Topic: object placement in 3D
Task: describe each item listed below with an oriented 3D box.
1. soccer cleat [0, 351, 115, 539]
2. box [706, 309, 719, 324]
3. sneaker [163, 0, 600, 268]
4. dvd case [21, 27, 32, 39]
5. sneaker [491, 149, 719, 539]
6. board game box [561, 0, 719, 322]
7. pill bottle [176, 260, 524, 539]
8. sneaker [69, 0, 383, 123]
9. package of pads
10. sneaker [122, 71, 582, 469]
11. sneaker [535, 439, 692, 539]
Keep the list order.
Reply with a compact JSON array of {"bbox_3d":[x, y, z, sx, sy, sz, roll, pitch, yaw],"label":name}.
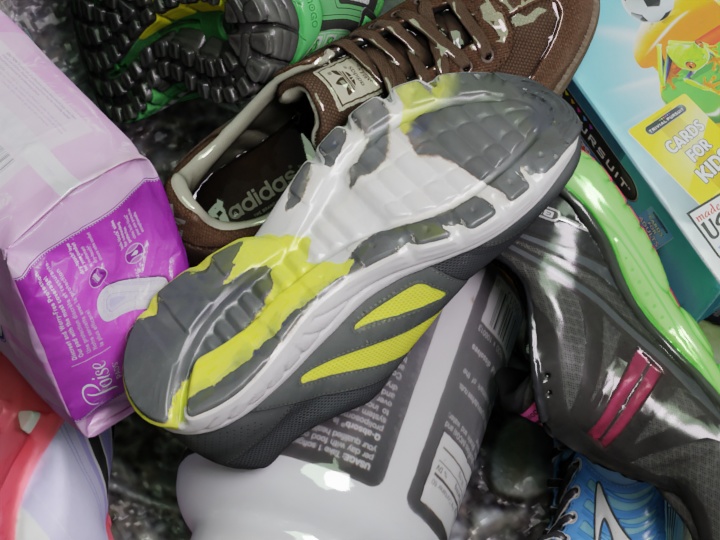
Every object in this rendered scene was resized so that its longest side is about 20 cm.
[{"bbox_3d":[-0.126,0.091,1.200,0.076,0.067,0.200,32,61,-42],"label":"soccer cleat"},{"bbox_3d":[0.138,-0.075,1.296,0.200,0.104,0.148,21,66,-2],"label":"box"},{"bbox_3d":[0.009,-0.064,1.151,0.200,0.076,0.070,-38,74,0],"label":"sneaker"},{"bbox_3d":[-0.198,-0.004,1.249,0.200,0.022,0.146,-25,75,-20],"label":"dvd case"},{"bbox_3d":[0.101,0.047,1.175,0.084,0.077,0.200,-31,86,-2],"label":"sneaker"},{"bbox_3d":[0.145,-0.100,1.225,0.151,0.047,0.200,-30,77,-21],"label":"board game box"},{"bbox_3d":[-0.009,0.066,1.204,0.116,0.116,0.200,21,66,-2],"label":"pill bottle"},{"bbox_3d":[-0.060,-0.106,1.236,0.085,0.200,0.078,-18,106,-30],"label":"sneaker"},{"bbox_3d":[-0.145,-0.039,1.154,0.076,0.121,0.200,-34,49,-16],"label":"package of pads"},{"bbox_3d":[0.000,0.000,1.121,0.200,0.085,0.075,-35,60,-4],"label":"sneaker"},{"bbox_3d":[0.099,0.111,1.230,0.090,0.078,0.200,-9,70,-11],"label":"sneaker"}]
